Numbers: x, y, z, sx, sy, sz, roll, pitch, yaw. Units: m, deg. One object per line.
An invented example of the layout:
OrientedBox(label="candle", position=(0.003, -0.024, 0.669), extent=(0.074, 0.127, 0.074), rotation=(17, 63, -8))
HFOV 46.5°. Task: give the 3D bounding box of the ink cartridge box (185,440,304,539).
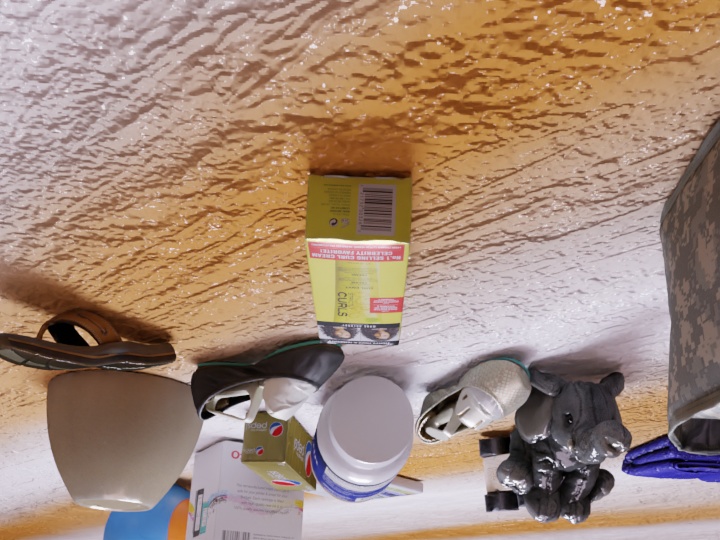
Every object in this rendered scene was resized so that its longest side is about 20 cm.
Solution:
OrientedBox(label="ink cartridge box", position=(-0.180, 0.383, 1.297), extent=(0.144, 0.205, 0.146), rotation=(14, 155, -25))

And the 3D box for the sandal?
OrientedBox(label="sandal", position=(-0.259, 0.066, 0.800), extent=(0.080, 0.056, 0.198), rotation=(-11, 168, 39))

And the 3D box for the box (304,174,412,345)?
OrientedBox(label="box", position=(0.000, 0.000, 0.628), extent=(0.073, 0.051, 0.201), rotation=(3, 155, 0))

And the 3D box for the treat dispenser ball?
OrientedBox(label="treat dispenser ball", position=(-0.380, 0.500, 1.568), extent=(0.195, 0.206, 0.202), rotation=(2, 156, 1))

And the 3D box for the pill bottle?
OrientedBox(label="pill bottle", position=(0.002, 0.199, 0.984), extent=(0.113, 0.118, 0.201), rotation=(4, 155, -6))

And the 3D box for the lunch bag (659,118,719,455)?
OrientedBox(label="lunch bag", position=(0.242, 0.006, 0.482), extent=(0.115, 0.168, 0.201), rotation=(9, 156, -7))

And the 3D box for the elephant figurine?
OrientedBox(label="elephant figurine", position=(0.230, 0.162, 0.887), extent=(0.140, 0.155, 0.203), rotation=(-23, 140, -32))

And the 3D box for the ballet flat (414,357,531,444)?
OrientedBox(label="ballet flat", position=(0.120, 0.154, 0.923), extent=(0.067, 0.063, 0.200), rotation=(39, 149, -3))

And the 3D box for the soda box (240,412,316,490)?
OrientedBox(label="soda box", position=(-0.109, 0.258, 1.180), extent=(0.062, 0.069, 0.201), rotation=(-2, 155, 10))

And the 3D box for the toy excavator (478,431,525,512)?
OrientedBox(label="toy excavator", position=(0.250, 0.294, 1.216), extent=(0.197, 0.102, 0.193), rotation=(9, 158, -36))

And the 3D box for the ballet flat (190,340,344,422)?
OrientedBox(label="ballet flat", position=(-0.099, 0.125, 0.888), extent=(0.197, 0.070, 0.068), rotation=(-15, 151, 32))

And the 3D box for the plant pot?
OrientedBox(label="plant pot", position=(-0.292, 0.218, 1.027), extent=(0.195, 0.138, 0.201), rotation=(1, 155, 1))

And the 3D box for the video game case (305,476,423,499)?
OrientedBox(label="video game case", position=(-0.016, 0.383, 1.505), extent=(0.180, 0.023, 0.198), rotation=(-20, 147, 40))

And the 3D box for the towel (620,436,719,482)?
OrientedBox(label="towel", position=(0.495, 0.281, 1.207), extent=(0.195, 0.051, 0.148), rotation=(7, 154, -11))
